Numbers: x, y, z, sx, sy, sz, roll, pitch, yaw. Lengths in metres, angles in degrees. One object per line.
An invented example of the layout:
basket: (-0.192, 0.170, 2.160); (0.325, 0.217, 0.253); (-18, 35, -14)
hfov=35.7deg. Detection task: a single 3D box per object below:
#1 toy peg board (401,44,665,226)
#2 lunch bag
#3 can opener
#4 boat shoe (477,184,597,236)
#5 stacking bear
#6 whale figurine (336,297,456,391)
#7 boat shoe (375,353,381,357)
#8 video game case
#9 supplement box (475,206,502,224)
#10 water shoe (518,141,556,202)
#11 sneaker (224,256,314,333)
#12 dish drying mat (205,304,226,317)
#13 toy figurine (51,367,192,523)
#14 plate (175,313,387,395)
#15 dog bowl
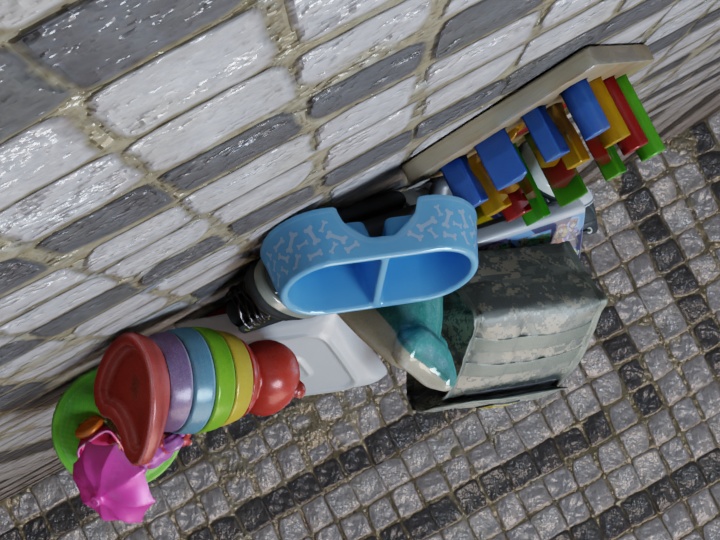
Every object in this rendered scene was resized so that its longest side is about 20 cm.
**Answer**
toy peg board: (0.175, -0.110, 1.021); (0.199, 0.099, 0.199); (-31, 175, 30)
lunch bag: (0.147, 0.080, 1.202); (0.162, 0.118, 0.202); (-5, 135, -22)
can opener: (0.043, -0.069, 1.092); (0.199, 0.053, 0.068); (-21, 137, -52)
boat shoe: (0.179, -0.035, 1.270); (0.198, 0.057, 0.069); (-23, -170, -4)
stacking bear: (-0.150, 0.113, 1.138); (0.198, 0.121, 0.115); (-1, 124, -40)
whale figurine: (0.043, 0.034, 1.085); (0.104, 0.159, 0.200); (-47, -149, 5)
boat shoe: (0.006, 0.060, 1.305); (0.092, 0.076, 0.200); (6, 147, -33)
video game case: (0.152, 0.018, 1.248); (0.197, 0.023, 0.184); (-17, 137, -12)
supplement box: (0.196, -0.057, 1.518); (0.109, 0.109, 0.200); (-54, -172, -25)
water shoe: (0.188, -0.093, 1.240); (0.079, 0.071, 0.200); (-48, -178, 13)
sneaker: (-0.096, 0.031, 1.108); (0.105, 0.076, 0.200); (-27, 176, 12)
dish drying mat: (-0.224, 0.091, 1.379); (0.199, 0.018, 0.077); (-30, 177, 20)
toy figurine: (-0.232, 0.187, 1.185); (0.198, 0.151, 0.184); (-31, -161, -4)
plate: (-0.088, 0.102, 1.291); (0.197, 0.033, 0.200); (-9, 149, 15)
dog bowl: (0.013, -0.009, 0.983); (0.197, 0.050, 0.112); (-8, 151, -11)
